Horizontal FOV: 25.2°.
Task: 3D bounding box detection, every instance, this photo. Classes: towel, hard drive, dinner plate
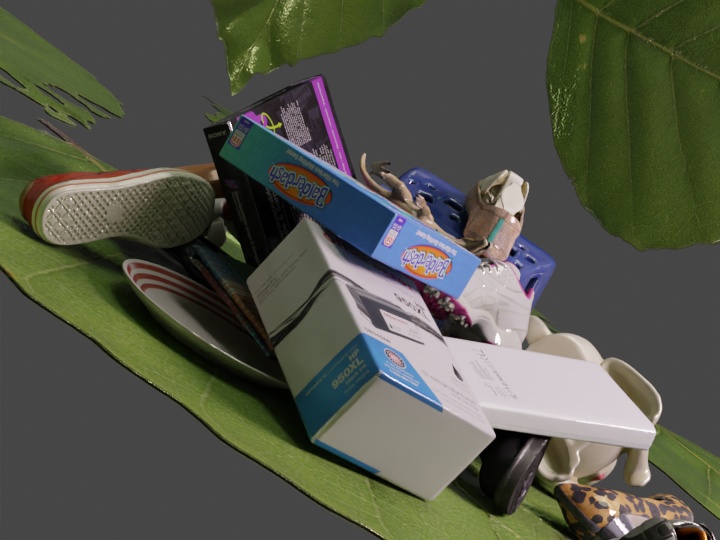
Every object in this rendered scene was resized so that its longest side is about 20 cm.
[{"bbox_3d":[-0.054,0.048,1.428,0.199,0.022,0.147,22,21,-52],"label":"towel"},{"bbox_3d":[0.151,0.107,1.445,0.198,0.027,0.132,10,22,-23],"label":"hard drive"},{"bbox_3d":[-0.119,0.053,1.358,0.199,0.024,0.200,31,6,-4],"label":"dinner plate"}]

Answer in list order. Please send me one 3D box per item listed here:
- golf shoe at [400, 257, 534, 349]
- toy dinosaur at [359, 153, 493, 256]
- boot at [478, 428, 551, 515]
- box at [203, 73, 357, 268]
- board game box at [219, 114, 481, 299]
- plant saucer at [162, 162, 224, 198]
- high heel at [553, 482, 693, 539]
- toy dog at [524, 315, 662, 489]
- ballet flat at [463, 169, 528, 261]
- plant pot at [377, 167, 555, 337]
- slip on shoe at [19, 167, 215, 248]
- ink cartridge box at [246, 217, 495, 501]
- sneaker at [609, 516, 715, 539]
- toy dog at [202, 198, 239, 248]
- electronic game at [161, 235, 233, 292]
[{"bbox_3d":[0.104,0.017,1.539,0.075,0.092,0.200,16,-16,37],"label":"golf shoe"},{"bbox_3d":[0.036,-0.061,1.575,0.200,0.058,0.101,38,1,34],"label":"toy dinosaur"},{"bbox_3d":[0.095,0.136,1.476,0.156,0.080,0.211,22,20,7],"label":"boot"},{"bbox_3d":[-0.069,-0.096,1.547,0.036,0.144,0.200,-11,13,28],"label":"box"},{"bbox_3d":[-0.009,-0.055,1.410,0.199,0.045,0.152,35,6,36],"label":"board game box"},{"bbox_3d":[-0.171,-0.087,1.601,0.198,0.033,0.200,-7,5,1],"label":"plant saucer"},{"bbox_3d":[0.252,0.226,1.572,0.142,0.072,0.200,38,15,-1],"label":"high heel"},{"bbox_3d":[0.212,0.157,1.654,0.194,0.139,0.200,48,-8,25],"label":"toy dog"},{"bbox_3d":[0.145,-0.064,1.652,0.068,0.068,0.200,27,19,-6],"label":"ballet flat"},{"bbox_3d":[0.065,0.025,1.707,0.199,0.201,0.180,34,14,14],"label":"plant pot"},{"bbox_3d":[-0.209,-0.059,1.409,0.199,0.075,0.061,-5,25,-44],"label":"slip on shoe"},{"bbox_3d":[0.005,0.069,1.308,0.144,0.084,0.201,31,21,-38],"label":"ink cartridge box"},{"bbox_3d":[0.291,0.261,1.420,0.199,0.079,0.074,22,33,-49],"label":"sneaker"},{"bbox_3d":[-0.100,-0.032,1.694,0.131,0.097,0.199,5,-7,-37],"label":"toy dog"},{"bbox_3d":[-0.138,0.003,1.545,0.199,0.042,0.200,37,-1,1],"label":"electronic game"}]
